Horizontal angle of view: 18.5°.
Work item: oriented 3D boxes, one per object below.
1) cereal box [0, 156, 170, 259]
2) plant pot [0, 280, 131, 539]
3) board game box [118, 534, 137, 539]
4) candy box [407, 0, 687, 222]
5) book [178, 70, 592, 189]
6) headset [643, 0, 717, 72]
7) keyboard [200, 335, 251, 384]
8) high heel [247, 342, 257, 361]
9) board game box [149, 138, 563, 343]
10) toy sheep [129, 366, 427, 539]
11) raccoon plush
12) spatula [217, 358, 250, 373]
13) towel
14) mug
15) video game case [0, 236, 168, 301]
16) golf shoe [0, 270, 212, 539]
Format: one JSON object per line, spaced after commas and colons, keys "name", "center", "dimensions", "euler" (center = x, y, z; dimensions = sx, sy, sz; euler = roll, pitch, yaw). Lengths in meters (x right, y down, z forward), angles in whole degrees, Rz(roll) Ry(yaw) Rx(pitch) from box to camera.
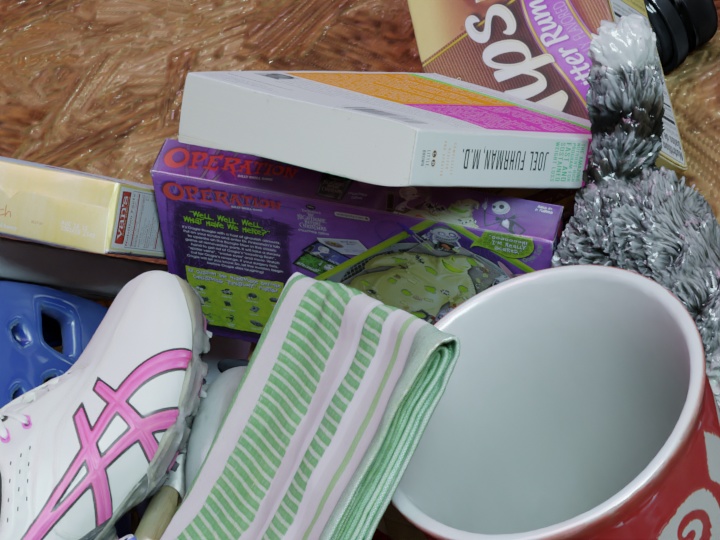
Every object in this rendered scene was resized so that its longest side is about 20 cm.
{"name": "cereal box", "center": [-0.158, -0.034, 1.142], "dimensions": [0.143, 0.200, 0.040], "euler": [11, 91, 15]}
{"name": "plant pot", "center": [-0.241, 0.101, 1.090], "dimensions": [0.199, 0.180, 0.201], "euler": [-13, 65, 22]}
{"name": "board game box", "center": [-0.064, 0.237, 0.898], "dimensions": [0.097, 0.160, 0.200], "euler": [-34, 40, -5]}
{"name": "candy box", "center": [0.091, -0.127, 1.180], "dimensions": [0.116, 0.056, 0.201], "euler": [-23, 66, 28]}
{"name": "book", "center": [0.029, -0.065, 1.050], "dimensions": [0.133, 0.200, 0.048], "euler": [15, 100, 35]}
{"name": "headset", "center": [0.187, -0.169, 1.213], "dimensions": [0.123, 0.094, 0.200], "euler": [-26, 28, 7]}
{"name": "keyboard", "center": [-0.131, 0.086, 1.217], "dimensions": [0.200, 0.011, 0.056], "euler": [-41, 46, -11]}
{"name": "high heel", "center": [-0.055, -0.011, 1.224], "dimensions": [0.143, 0.072, 0.200], "euler": [-45, 43, -12]}
{"name": "board game box", "center": [0.000, 0.000, 1.086], "dimensions": [0.199, 0.120, 0.032], "euler": [11, 54, 12]}
{"name": "toy sheep", "center": [-0.040, 0.105, 1.044], "dimensions": [0.199, 0.138, 0.138], "euler": [0, 48, 17]}
{"name": "raccoon plush", "center": [0.158, -0.006, 0.999], "dimensions": [0.133, 0.201, 0.097], "euler": [11, 31, 31]}
{"name": "spatula", "center": [0.010, 0.064, 1.098], "dimensions": [0.199, 0.056, 0.021], "euler": [7, 73, 31]}
{"name": "towel", "center": [-0.028, 0.078, 0.884], "dimensions": [0.153, 0.023, 0.200], "euler": [-63, 16, 0]}
{"name": "mug", "center": [0.090, 0.108, 0.904], "dimensions": [0.177, 0.200, 0.134], "euler": [20, 61, 44]}
{"name": "video game case", "center": [-0.214, -0.003, 1.224], "dimensions": [0.181, 0.200, 0.023], "euler": [2, 85, 38]}
{"name": "golf shoe", "center": [-0.132, 0.080, 0.988], "dimensions": [0.072, 0.092, 0.201], "euler": [-18, 44, 56]}
